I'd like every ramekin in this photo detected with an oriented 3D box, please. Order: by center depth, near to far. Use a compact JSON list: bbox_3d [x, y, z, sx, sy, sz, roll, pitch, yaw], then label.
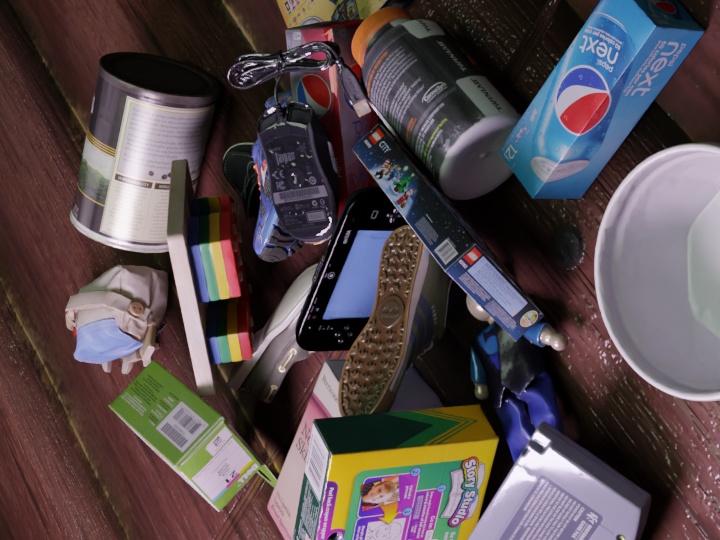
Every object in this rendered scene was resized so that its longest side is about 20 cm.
[{"bbox_3d":[0.294,-0.001,1.205,0.199,0.105,0.202,6,98,50],"label":"ramekin"}]

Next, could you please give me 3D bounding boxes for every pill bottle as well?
[{"bbox_3d":[0.068,-0.169,1.460,0.200,0.106,0.107,53,130,34],"label":"pill bottle"}]

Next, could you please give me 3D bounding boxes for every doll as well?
[{"bbox_3d":[0.149,0.098,1.429,0.136,0.048,0.201,-45,54,45],"label":"doll"}]

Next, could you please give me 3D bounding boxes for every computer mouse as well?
[{"bbox_3d":[-0.040,-0.134,1.513,0.140,0.046,0.201,-13,102,31],"label":"computer mouse"}]

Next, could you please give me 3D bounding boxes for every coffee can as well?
[{"bbox_3d":[-0.260,-0.142,1.824,0.146,0.146,0.201,36,120,42],"label":"coffee can"}]

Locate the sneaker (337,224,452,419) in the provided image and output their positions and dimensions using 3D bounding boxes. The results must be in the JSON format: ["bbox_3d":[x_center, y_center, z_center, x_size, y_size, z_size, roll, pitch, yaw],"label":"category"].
[{"bbox_3d":[0.047,0.065,1.481,0.067,0.090,0.202,5,73,41],"label":"sneaker"}]

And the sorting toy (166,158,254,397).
[{"bbox_3d":[-0.162,0.002,1.696,0.199,0.069,0.201,-100,1,-62],"label":"sorting toy"}]

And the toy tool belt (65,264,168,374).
[{"bbox_3d":[-0.316,0.078,1.929,0.200,0.124,0.124,-29,62,48],"label":"toy tool belt"}]

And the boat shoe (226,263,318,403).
[{"bbox_3d":[-0.076,0.072,1.688,0.202,0.060,0.072,-51,14,34],"label":"boat shoe"}]

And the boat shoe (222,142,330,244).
[{"bbox_3d":[-0.105,-0.089,1.709,0.200,0.062,0.075,40,123,43],"label":"boat shoe"}]

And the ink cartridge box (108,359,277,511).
[{"bbox_3d":[-0.171,0.210,1.708,0.076,0.200,0.148,-45,45,-12],"label":"ink cartridge box"}]

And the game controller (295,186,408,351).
[{"bbox_3d":[0.000,0.000,1.556,0.042,0.104,0.201,43,124,34],"label":"game controller"}]

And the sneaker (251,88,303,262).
[{"bbox_3d":[-0.080,-0.104,1.622,0.078,0.075,0.201,3,70,33],"label":"sneaker"}]

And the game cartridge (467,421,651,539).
[{"bbox_3d":[0.176,0.241,1.371,0.133,0.041,0.201,37,130,14],"label":"game cartridge"}]

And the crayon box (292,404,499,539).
[{"bbox_3d":[0.029,0.230,1.458,0.058,0.171,0.201,-123,37,-51],"label":"crayon box"}]

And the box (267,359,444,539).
[{"bbox_3d":[0.001,0.206,1.557,0.128,0.108,0.201,51,130,44],"label":"box"}]

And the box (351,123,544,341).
[{"bbox_3d":[0.080,-0.037,1.411,0.038,0.137,0.200,-41,46,7],"label":"box"}]

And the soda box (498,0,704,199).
[{"bbox_3d":[0.207,-0.154,1.327,0.064,0.067,0.200,57,132,31],"label":"soda box"}]

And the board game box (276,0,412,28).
[{"bbox_3d":[-0.011,-0.306,1.602,0.200,0.034,0.136,-41,62,43],"label":"board game box"}]

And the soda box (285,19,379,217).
[{"bbox_3d":[-0.025,-0.154,1.570,0.063,0.070,0.202,4,107,36],"label":"soda box"}]
